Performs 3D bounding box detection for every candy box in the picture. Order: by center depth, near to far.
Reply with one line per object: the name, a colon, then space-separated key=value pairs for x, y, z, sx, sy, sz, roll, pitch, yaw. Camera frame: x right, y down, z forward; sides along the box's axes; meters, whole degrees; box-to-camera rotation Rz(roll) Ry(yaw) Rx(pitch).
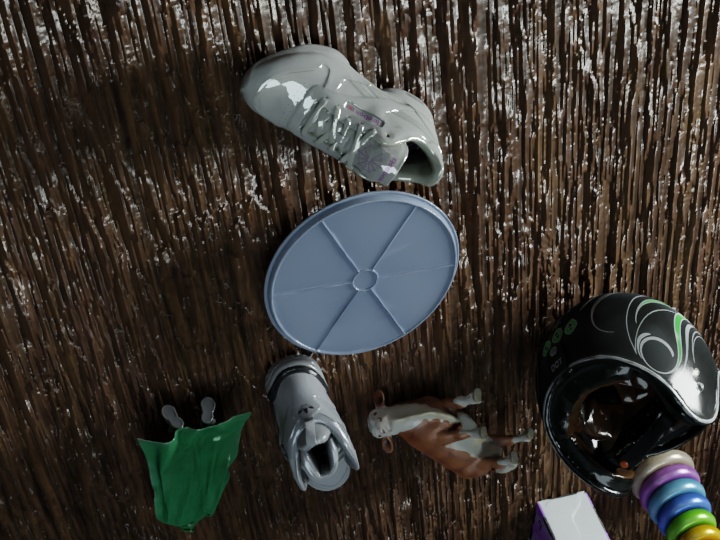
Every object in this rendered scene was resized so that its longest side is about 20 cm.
candy box: x=0.266 y=0.408 z=1.678 sx=0.070 sy=0.169 sz=0.202 roll=-9 pitch=132 yaw=-13

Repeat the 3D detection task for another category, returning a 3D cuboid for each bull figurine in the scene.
bull figurine: x=0.097 y=0.175 z=1.470 sx=0.120 sy=0.066 sz=0.199 roll=-11 pitch=152 yaw=35

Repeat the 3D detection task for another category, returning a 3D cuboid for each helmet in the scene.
helmet: x=0.280 y=0.120 z=1.419 sx=0.197 sy=0.191 sz=0.203 roll=7 pitch=113 yaw=17

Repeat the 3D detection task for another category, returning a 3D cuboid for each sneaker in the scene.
sneaker: x=-0.007 y=-0.128 z=1.153 sx=0.198 sy=0.100 sz=0.075 roll=16 pitch=125 yaw=-30
sneaker: x=-0.044 y=0.189 z=1.403 sx=0.074 sy=0.116 sz=0.202 roll=-19 pitch=134 yaw=-3

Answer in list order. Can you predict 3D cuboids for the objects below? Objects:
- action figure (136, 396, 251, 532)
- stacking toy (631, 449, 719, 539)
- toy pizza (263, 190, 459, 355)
action figure: x=-0.179 y=0.212 z=1.412 sx=0.116 sy=0.055 sz=0.202 roll=-7 pitch=138 yaw=-17
stacking toy: x=0.401 y=0.314 z=1.627 sx=0.084 sy=0.201 sz=0.086 roll=-11 pitch=133 yaw=-12
toy pizza: x=0.000 y=0.000 z=1.314 sx=0.197 sy=0.032 sz=0.202 roll=-12 pitch=133 yaw=-13
